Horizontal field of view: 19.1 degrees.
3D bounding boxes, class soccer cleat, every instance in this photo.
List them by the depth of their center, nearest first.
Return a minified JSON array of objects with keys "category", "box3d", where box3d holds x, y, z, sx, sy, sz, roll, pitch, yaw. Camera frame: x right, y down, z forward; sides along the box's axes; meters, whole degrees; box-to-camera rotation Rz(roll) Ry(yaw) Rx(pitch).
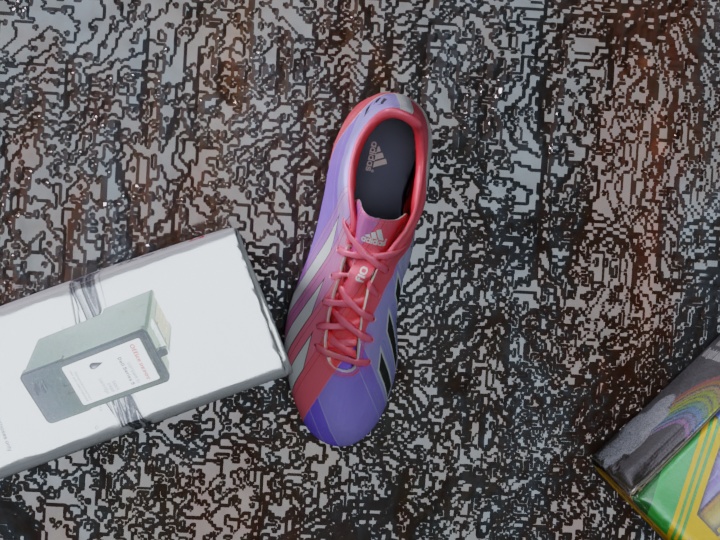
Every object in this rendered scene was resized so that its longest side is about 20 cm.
[{"category":"soccer cleat","box3d":[0.000,0.000,1.187,0.066,0.076,0.201,12,91,-5]}]

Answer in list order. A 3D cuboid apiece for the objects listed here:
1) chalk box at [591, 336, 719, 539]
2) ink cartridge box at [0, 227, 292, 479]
[{"category":"chalk box","box3d":[0.248,0.088,1.181,0.200,0.124,0.124,-43,95,0]},{"category":"ink cartridge box","box3d":[-0.145,0.046,1.143,0.199,0.146,0.084,-20,93,-4]}]
